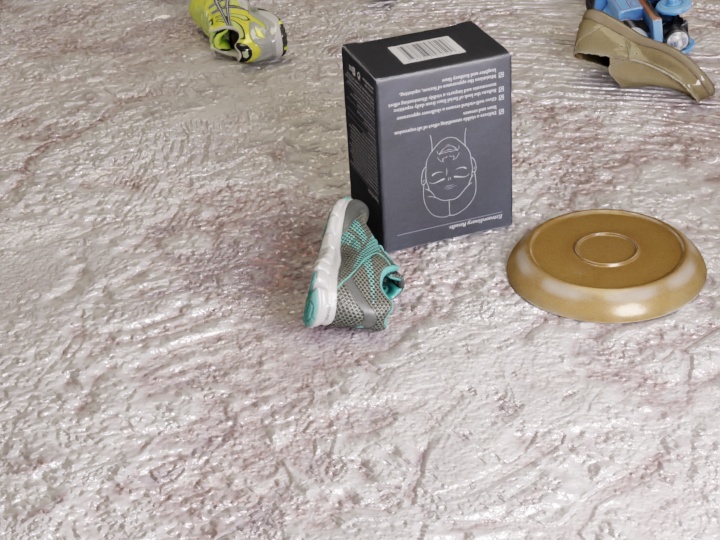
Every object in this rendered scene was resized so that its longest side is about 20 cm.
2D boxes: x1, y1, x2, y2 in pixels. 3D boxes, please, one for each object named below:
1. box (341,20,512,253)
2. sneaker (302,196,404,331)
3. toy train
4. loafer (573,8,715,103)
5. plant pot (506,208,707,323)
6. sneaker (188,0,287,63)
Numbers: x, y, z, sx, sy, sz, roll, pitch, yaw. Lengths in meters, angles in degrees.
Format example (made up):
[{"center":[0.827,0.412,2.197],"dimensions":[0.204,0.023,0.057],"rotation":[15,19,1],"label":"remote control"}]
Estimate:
[{"center":[0.071,-0.139,1.528],"dimensions":[0.148,0.201,0.107],"rotation":[-13,31,-16],"label":"box"},{"center":[0.000,0.000,1.450],"dimensions":[0.091,0.078,0.200],"rotation":[14,36,-1],"label":"sneaker"},{"center":[0.368,-0.334,1.937],"dimensions":[0.114,0.087,0.200],"rotation":[-13,33,2],"label":"toy train"},{"center":[0.347,-0.252,1.816],"dimensions":[0.200,0.068,0.076],"rotation":[35,5,31],"label":"loafer"},{"center":[0.246,-0.012,1.468],"dimensions":[0.199,0.028,0.200],"rotation":[-3,32,2],"label":"plant pot"},{"center":[-0.183,-0.338,2.007],"dimensions":[0.076,0.076,0.200],"rotation":[-24,35,-31],"label":"sneaker"}]
